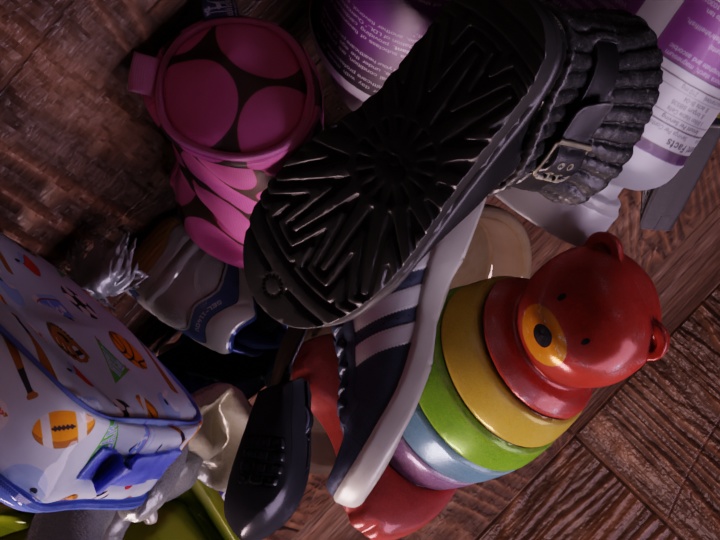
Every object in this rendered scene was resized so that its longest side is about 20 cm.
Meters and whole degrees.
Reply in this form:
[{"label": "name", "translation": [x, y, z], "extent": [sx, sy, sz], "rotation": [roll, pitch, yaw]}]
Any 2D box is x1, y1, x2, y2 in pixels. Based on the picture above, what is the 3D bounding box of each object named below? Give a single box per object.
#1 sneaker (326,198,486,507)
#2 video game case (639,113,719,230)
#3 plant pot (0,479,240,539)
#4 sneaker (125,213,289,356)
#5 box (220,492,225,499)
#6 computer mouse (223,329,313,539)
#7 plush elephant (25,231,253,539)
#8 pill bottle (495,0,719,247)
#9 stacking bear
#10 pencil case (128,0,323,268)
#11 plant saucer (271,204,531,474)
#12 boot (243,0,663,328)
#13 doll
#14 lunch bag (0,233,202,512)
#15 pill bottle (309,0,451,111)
[{"label": "sneaker", "translation": [0.001, 0.020, 1.293], "extent": [0.075, 0.084, 0.201], "rotation": [112, -4, -75]}, {"label": "video game case", "translation": [0.194, -0.139, 1.490], "extent": [0.200, 0.025, 0.181], "rotation": [95, 0, -74]}, {"label": "plant pot", "translation": [-0.153, 0.234, 1.496], "extent": [0.198, 0.200, 0.182], "rotation": [-13, -149, 30]}, {"label": "sneaker", "translation": [-0.072, 0.017, 1.485], "extent": [0.075, 0.088, 0.200], "rotation": [-52, 167, 16]}, {"label": "box", "translation": [-0.148, 0.164, 1.708], "extent": [0.200, 0.079, 0.141], "rotation": [-44, 164, -7]}, {"label": "computer mouse", "translation": [-0.026, 0.052, 1.344], "extent": [0.059, 0.034, 0.201], "rotation": [25, 82, -67]}, {"label": "plush elephant", "translation": [-0.144, 0.099, 1.343], "extent": [0.200, 0.164, 0.155], "rotation": [-66, 148, -22]}, {"label": "pill bottle", "translation": [0.146, -0.115, 1.334], "extent": [0.200, 0.112, 0.112], "rotation": [-56, 165, 14]}, {"label": "stacking bear", "translation": [0.078, 0.051, 1.357], "extent": [0.200, 0.122, 0.114], "rotation": [-32, 165, 39]}, {"label": "pencil case", "translation": [-0.064, -0.064, 1.284], "extent": [0.200, 0.093, 0.091], "rotation": [88, 3, -71]}, {"label": "plant saucer", "translation": [0.020, 0.037, 1.494], "extent": [0.200, 0.029, 0.200], "rotation": [-31, 146, -24]}, {"label": "boot", "translation": [0.052, -0.050, 1.229], "extent": [0.211, 0.080, 0.158], "rotation": [-44, 162, 18]}, {"label": "doll", "translation": [-0.091, 0.065, 1.541], "extent": [0.200, 0.136, 0.049], "rotation": [-31, 118, -35]}, {"label": "lunch bag", "translation": [-0.158, 0.048, 1.155], "extent": [0.076, 0.160, 0.200], "rotation": [-48, 167, 7]}, {"label": "pill bottle", "translation": [0.035, -0.153, 1.258], "extent": [0.112, 0.112, 0.200], "rotation": [-40, 165, -25]}]
